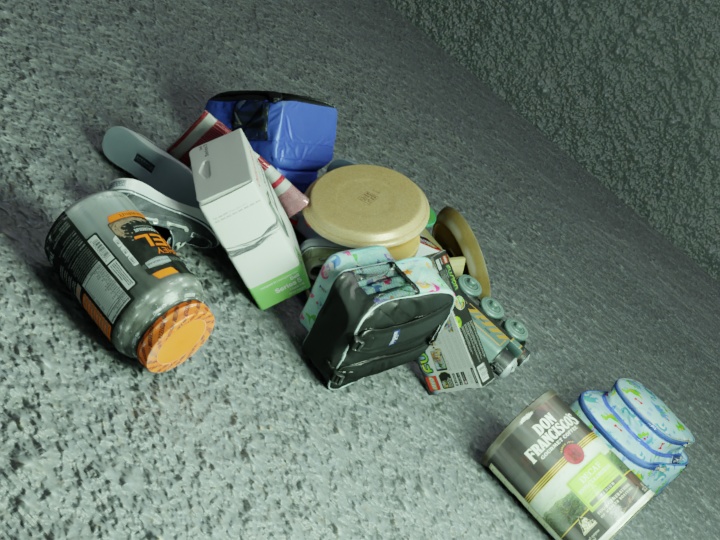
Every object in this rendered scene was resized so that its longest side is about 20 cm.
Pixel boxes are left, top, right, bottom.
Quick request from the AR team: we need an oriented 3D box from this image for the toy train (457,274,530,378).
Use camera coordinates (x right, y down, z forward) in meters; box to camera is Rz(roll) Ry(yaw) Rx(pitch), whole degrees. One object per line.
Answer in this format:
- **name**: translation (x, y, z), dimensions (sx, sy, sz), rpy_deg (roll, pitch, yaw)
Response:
- **toy train**: translation (0.186, 0.091, 1.812), dimensions (0.200, 0.085, 0.114), rpy_deg (43, 36, 9)

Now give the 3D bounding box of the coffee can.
- **coffee can**: translation (0.288, 0.289, 1.556), dimensions (0.200, 0.147, 0.146), rpy_deg (46, 24, 19)

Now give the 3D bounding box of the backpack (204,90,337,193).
- **backpack**: translation (-0.165, -0.211, 1.816), dimensions (0.199, 0.170, 0.162), rpy_deg (12, 3, 37)

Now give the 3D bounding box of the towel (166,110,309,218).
- **towel**: translation (-0.186, -0.136, 1.644), dimensions (0.200, 0.144, 0.023), rpy_deg (41, 51, -15)

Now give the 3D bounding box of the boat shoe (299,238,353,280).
- **boat shoe**: translation (0.000, 0.000, 1.678), dimensions (0.198, 0.072, 0.062), rpy_deg (5, 40, -21)

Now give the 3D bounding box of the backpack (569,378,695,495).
- **backpack**: translation (0.425, 0.266, 1.803), dimensions (0.199, 0.148, 0.183), rpy_deg (6, 36, -47)

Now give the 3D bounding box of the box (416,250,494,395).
- **box**: translation (0.112, 0.079, 1.626), dimensions (0.035, 0.110, 0.202), rpy_deg (-27, 99, -43)

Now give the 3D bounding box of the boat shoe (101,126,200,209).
- **boat shoe**: translation (-0.283, -0.136, 1.626), dimensions (0.201, 0.075, 0.086), rpy_deg (36, 12, 13)

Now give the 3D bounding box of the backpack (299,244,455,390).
- **backpack**: translation (0.025, 0.058, 1.528), dimensions (0.198, 0.178, 0.151), rpy_deg (-9, 51, -35)

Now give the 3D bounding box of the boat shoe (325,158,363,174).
- **boat shoe**: translation (0.043, -0.125, 1.802), dimensions (0.199, 0.071, 0.091), rpy_deg (31, 12, 29)

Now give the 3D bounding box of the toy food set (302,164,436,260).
- **toy food set**: translation (0.012, -0.090, 1.659), dimensions (0.198, 0.049, 0.199), rpy_deg (16, 43, 14)

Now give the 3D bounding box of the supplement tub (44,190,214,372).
- **supplement tub**: translation (-0.265, 0.014, 1.288), dimensions (0.200, 0.123, 0.122), rpy_deg (47, 24, 20)

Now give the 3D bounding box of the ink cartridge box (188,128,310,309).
- **ink cartridge box**: translation (-0.153, -0.071, 1.544), dimensions (0.146, 0.083, 0.201), rpy_deg (-110, 175, -51)

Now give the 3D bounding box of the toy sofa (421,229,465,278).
- **toy sofa**: translation (0.099, -0.024, 1.948), dimensions (0.082, 0.098, 0.200), rpy_deg (-5, 34, -24)

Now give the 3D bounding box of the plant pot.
- **plant pot**: translation (0.171, -0.013, 1.957), dimensions (0.027, 0.201, 0.201), rpy_deg (-18, 47, -14)

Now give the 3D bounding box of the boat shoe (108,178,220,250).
- **boat shoe**: translation (-0.262, -0.057, 1.505), dimensions (0.200, 0.071, 0.069), rpy_deg (31, 53, -52)

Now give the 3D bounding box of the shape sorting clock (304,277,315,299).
- **shape sorting clock**: translation (0.005, 0.053, 1.690), dimensions (0.198, 0.039, 0.201), rpy_deg (21, 30, -13)

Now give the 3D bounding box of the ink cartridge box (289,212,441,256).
- **ink cartridge box**: translation (0.003, -0.059, 1.822), dimensions (0.199, 0.084, 0.175), rpy_deg (21, 12, -35)
